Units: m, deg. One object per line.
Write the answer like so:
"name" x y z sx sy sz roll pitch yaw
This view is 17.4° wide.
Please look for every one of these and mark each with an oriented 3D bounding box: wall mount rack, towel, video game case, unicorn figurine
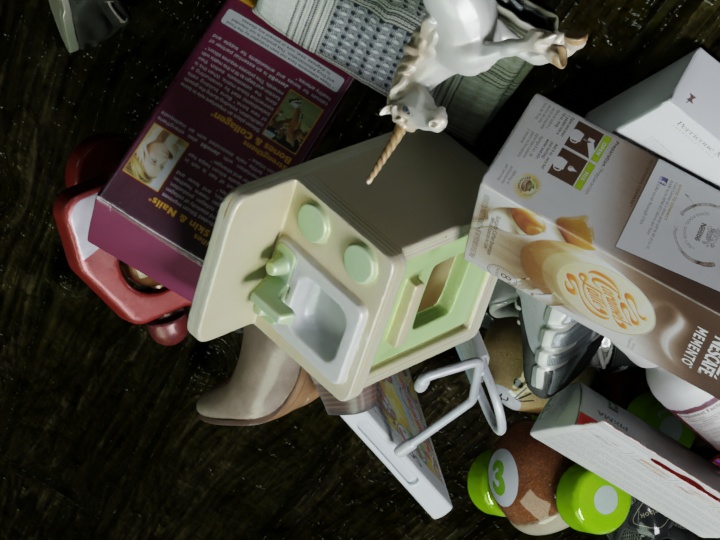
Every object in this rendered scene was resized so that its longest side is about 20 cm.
"wall mount rack" 0.044 0.053 1.815 0.174 0.074 0.201 96 155 -68
"towel" 0.023 -0.168 1.581 0.192 0.035 0.200 32 156 -1
"video game case" 0.005 0.088 1.966 0.182 0.023 0.200 50 -166 -36
"unicorn figurine" 0.067 -0.157 1.473 0.137 0.074 0.201 5 114 31

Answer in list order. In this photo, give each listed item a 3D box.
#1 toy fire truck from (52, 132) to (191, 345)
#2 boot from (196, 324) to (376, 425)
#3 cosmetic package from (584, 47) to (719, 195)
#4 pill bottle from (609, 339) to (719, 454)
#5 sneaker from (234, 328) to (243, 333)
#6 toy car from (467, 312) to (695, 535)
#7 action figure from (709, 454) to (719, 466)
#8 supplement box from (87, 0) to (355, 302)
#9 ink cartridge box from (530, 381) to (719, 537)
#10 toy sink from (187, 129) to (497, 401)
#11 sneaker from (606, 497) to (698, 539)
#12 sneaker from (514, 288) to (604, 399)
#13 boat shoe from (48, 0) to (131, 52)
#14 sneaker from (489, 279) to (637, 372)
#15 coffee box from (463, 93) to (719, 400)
"toy fire truck" -0.131 -0.034 1.813 0.112 0.199 0.169 18 129 58
"boot" -0.066 0.040 1.796 0.199 0.070 0.147 -7 105 37
"cosmetic package" 0.247 -0.047 1.524 0.200 0.052 0.151 37 158 -12
"pill bottle" 0.272 0.074 1.657 0.200 0.110 0.109 40 155 -19
"sneaker" -0.136 -0.045 1.973 0.115 0.076 0.201 24 139 35
"toy car" 0.132 0.090 1.835 0.200 0.158 0.164 53 158 -18
"action figure" 0.337 0.204 1.884 0.200 0.065 0.099 33 173 -4
"supplement box" -0.097 -0.086 1.680 0.110 0.200 0.086 31 157 0
"ink cartridge box" 0.219 0.134 1.669 0.161 0.050 0.200 31 168 -5
"toy sink" 0.000 0.000 1.608 0.112 0.200 0.131 41 131 28
"sneaker" 0.228 0.214 1.959 0.199 0.076 0.115 124 127 -79
"sneaker" 0.126 -0.014 1.671 0.115 0.075 0.201 32 126 28
"boat shoe" -0.207 -0.238 1.718 0.200 0.057 0.067 87 158 -58
"sneaker" 0.186 0.049 1.745 0.199 0.089 0.074 26 155 10
"coffee box" 0.175 -0.014 1.515 0.199 0.080 0.114 29 157 10
